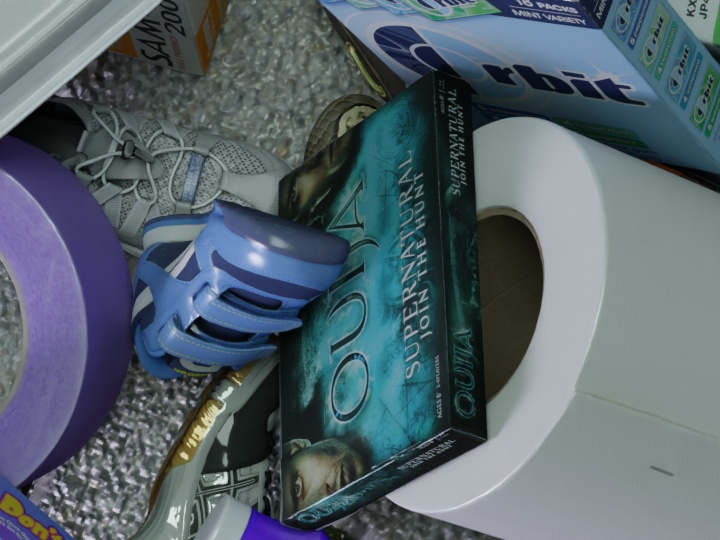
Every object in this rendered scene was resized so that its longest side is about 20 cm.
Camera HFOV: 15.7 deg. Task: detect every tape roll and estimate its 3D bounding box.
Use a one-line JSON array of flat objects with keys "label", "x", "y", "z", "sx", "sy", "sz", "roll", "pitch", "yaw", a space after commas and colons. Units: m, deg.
[{"label": "tape roll", "x": -0.225, "y": 0.026, "z": 1.367, "sx": 0.199, "sy": 0.085, "sz": 0.201, "roll": 1, "pitch": 96, "yaw": 11}, {"label": "tape roll", "x": 0.106, "y": 0.040, "z": 1.298, "sx": 0.139, "sy": 0.202, "sz": 0.204, "roll": 20, "pitch": 72, "yaw": -33}]

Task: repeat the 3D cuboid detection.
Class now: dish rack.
[{"label": "dish rack", "x": -0.208, "y": -0.137, "z": 1.326, "sx": 0.200, "sy": 0.044, "sz": 0.172, "roll": -41, "pitch": 48, "yaw": -10}]

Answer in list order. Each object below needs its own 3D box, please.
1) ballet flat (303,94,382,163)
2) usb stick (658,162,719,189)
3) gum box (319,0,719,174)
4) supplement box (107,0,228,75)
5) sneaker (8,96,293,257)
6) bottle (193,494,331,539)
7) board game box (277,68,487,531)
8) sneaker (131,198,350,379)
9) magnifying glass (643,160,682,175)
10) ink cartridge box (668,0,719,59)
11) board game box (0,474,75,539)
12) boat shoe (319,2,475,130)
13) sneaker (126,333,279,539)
[{"label": "ballet flat", "x": 0.000, "y": 0.000, "z": 1.405, "sx": 0.067, "sy": 0.046, "sz": 0.201, "roll": 10, "pitch": 76, "yaw": -21}, {"label": "usb stick", "x": 0.183, "y": -0.072, "z": 1.351, "sx": 0.200, "sy": 0.033, "sz": 0.056, "roll": 29, "pitch": 82, "yaw": 45}, {"label": "gum box", "x": 0.078, "y": -0.117, "z": 1.281, "sx": 0.169, "sy": 0.200, "sz": 0.045, "roll": 13, "pitch": 76, "yaw": 33}, {"label": "supplement box", "x": -0.095, "y": -0.226, "z": 1.442, "sx": 0.073, "sy": 0.126, "sz": 0.201, "roll": 15, "pitch": 77, "yaw": 6}, {"label": "sneaker", "x": -0.133, "y": -0.052, "z": 1.419, "sx": 0.199, "sy": 0.082, "sz": 0.075, "roll": 7, "pitch": 75, "yaw": 6}, {"label": "bottle", "x": 0.005, "y": 0.184, "z": 1.325, "sx": 0.200, "sy": 0.065, "sz": 0.084, "roll": 33, "pitch": 72, "yaw": -9}, {"label": "board game box", "x": 0.007, "y": 0.016, "z": 1.302, "sx": 0.028, "sy": 0.135, "sz": 0.201, "roll": 20, "pitch": 54, "yaw": -33}, {"label": "sneaker", "x": -0.064, "y": 0.013, "z": 1.315, "sx": 0.074, "sy": 0.200, "sz": 0.083, "roll": 19, "pitch": 78, "yaw": -18}, {"label": "magnifying glass", "x": 0.113, "y": -0.042, "z": 1.416, "sx": 0.199, "sy": 0.022, "sz": 0.080, "roll": -20, "pitch": 107, "yaw": -10}, {"label": "ink cartridge box", "x": 0.159, "y": -0.187, "z": 1.324, "sx": 0.199, "sy": 0.083, "sz": 0.147, "roll": 13, "pitch": 92, "yaw": 29}, {"label": "board game box", "x": -0.187, "y": 0.189, "z": 1.320, "sx": 0.200, "sy": 0.045, "sz": 0.135, "roll": 41, "pitch": 114, "yaw": -1}, {"label": "boat shoe", "x": 0.032, "y": -0.121, "z": 1.434, "sx": 0.072, "sy": 0.059, "sz": 0.200, "roll": -36, "pitch": 95, "yaw": -20}, {"label": "sneaker", "x": -0.072, "y": 0.133, "z": 1.379, "sx": 0.087, "sy": 0.076, "sz": 0.201, "roll": 28, "pitch": 82, "yaw": -4}]
